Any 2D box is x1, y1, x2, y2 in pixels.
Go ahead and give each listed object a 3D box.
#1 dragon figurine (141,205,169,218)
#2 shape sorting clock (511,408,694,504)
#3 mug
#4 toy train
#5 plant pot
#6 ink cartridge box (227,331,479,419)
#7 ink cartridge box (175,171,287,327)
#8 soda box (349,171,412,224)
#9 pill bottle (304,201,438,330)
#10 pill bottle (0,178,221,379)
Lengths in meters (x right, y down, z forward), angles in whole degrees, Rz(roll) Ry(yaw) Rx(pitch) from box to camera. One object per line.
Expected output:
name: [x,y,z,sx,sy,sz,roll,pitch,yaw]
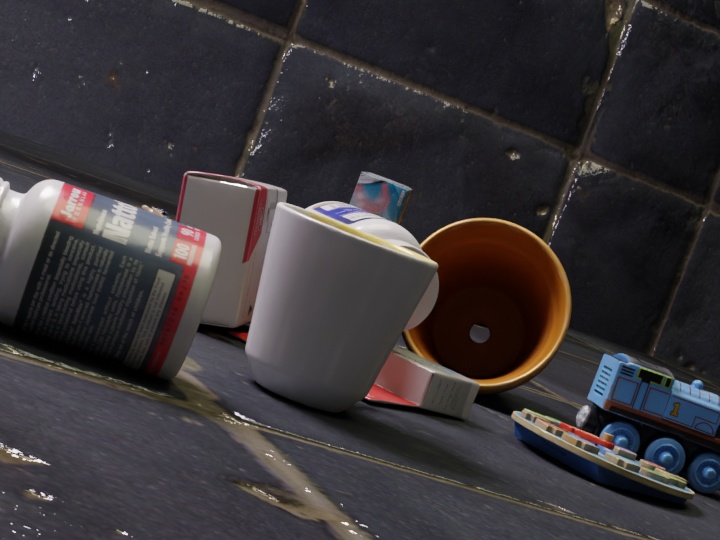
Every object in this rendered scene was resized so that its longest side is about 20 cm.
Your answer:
dragon figurine: [-0.230,-0.041,2.230,0.200,0.059,0.099,20,4,16]
shape sorting clock: [0.247,0.185,1.704,0.200,0.039,0.200,20,4,-2]
mug: [-0.014,0.042,1.467,0.186,0.153,0.149,18,4,-38]
toy train: [0.341,0.169,1.854,0.200,0.114,0.087,20,4,-7]
plant pot: [0.145,0.057,1.999,0.200,0.200,0.183,21,-11,7]
ink cartridge box: [-0.005,0.088,1.700,0.200,0.045,0.176,23,3,36]
ink cartridge box: [-0.138,-0.024,1.726,0.083,0.147,0.200,10,3,5]
soda box: [-0.002,-0.015,2.003,0.064,0.200,0.068,21,5,4]
pill bottle: [0.000,0.000,1.742,0.120,0.120,0.200,19,4,-24]
pill bottle: [-0.218,-0.002,1.281,0.200,0.120,0.120,20,4,-10]
